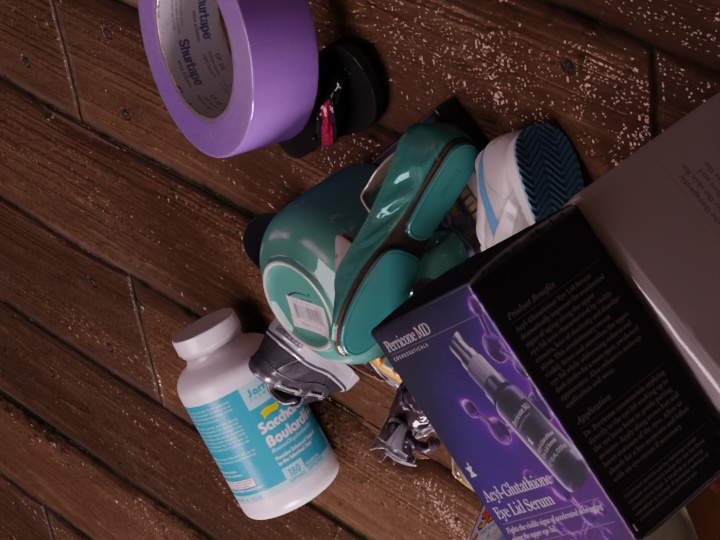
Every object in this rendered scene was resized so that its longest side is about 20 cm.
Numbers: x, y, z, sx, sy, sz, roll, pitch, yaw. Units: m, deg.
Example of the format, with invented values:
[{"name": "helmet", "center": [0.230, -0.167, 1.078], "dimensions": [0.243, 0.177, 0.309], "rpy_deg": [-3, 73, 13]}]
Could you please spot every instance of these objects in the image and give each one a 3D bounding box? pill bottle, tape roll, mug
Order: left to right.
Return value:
[{"name": "tape roll", "center": [-0.113, -0.199, 1.783], "dimensions": [0.200, 0.065, 0.201], "rpy_deg": [37, 136, 48]}, {"name": "pill bottle", "center": [-0.111, 0.140, 2.125], "dimensions": [0.111, 0.111, 0.200], "rpy_deg": [-8, 114, 57]}, {"name": "mug", "center": [-0.008, -0.005, 1.776], "dimensions": [0.152, 0.114, 0.185], "rpy_deg": [48, 149, 12]}]

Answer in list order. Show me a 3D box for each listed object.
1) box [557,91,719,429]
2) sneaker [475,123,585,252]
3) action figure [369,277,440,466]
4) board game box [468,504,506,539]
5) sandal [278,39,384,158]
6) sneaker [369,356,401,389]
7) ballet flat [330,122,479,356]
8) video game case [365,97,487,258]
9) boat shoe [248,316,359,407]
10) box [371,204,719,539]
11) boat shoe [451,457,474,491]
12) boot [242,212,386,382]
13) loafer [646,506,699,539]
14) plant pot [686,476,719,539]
[{"name": "box", "center": [0.221, 0.023, 1.469], "dimensions": [0.199, 0.171, 0.200], "rpy_deg": [52, 150, 5]}, {"name": "sneaker", "center": [0.136, -0.008, 1.630], "dimensions": [0.081, 0.076, 0.201], "rpy_deg": [-12, 85, 61]}, {"name": "action figure", "center": [0.059, 0.091, 1.731], "dimensions": [0.069, 0.130, 0.200], "rpy_deg": [20, 152, 7]}, {"name": "board game box", "center": [0.139, 0.223, 1.828], "dimensions": [0.034, 0.136, 0.200], "rpy_deg": [29, 149, -6]}, {"name": "sandal", "center": [-0.039, -0.135, 1.809], "dimensions": [0.075, 0.045, 0.200], "rpy_deg": [57, 150, -1]}, {"name": "sneaker", "center": [0.061, 0.096, 1.872], "dimensions": [0.200, 0.078, 0.077], "rpy_deg": [44, 153, 17]}, {"name": "ballet flat", "center": [0.021, -0.029, 1.675], "dimensions": [0.070, 0.200, 0.067], "rpy_deg": [32, -176, 41]}, {"name": "video game case", "center": [0.087, -0.025, 1.760], "dimensions": [0.200, 0.025, 0.181], "rpy_deg": [55, 150, 0]}, {"name": "boat shoe", "center": [-0.057, 0.093, 1.962], "dimensions": [0.072, 0.068, 0.200], "rpy_deg": [39, 180, 14]}, {"name": "box", "center": [0.124, 0.079, 1.388], "dimensions": [0.200, 0.104, 0.148], "rpy_deg": [56, 151, -1]}, {"name": "boat shoe", "center": [0.100, 0.150, 1.750], "dimensions": [0.071, 0.065, 0.200], "rpy_deg": [28, 158, 18]}, {"name": "boot", "center": [-0.030, 0.021, 1.959], "dimensions": [0.200, 0.075, 0.097], "rpy_deg": [47, 177, -7]}, {"name": "loafer", "center": [0.222, 0.221, 1.566], "dimensions": [0.068, 0.075, 0.201], "rpy_deg": [78, 176, -69]}, {"name": "plant pot", "center": [0.245, 0.240, 1.687], "dimensions": [0.200, 0.140, 0.201], "rpy_deg": [36, 145, 31]}]
